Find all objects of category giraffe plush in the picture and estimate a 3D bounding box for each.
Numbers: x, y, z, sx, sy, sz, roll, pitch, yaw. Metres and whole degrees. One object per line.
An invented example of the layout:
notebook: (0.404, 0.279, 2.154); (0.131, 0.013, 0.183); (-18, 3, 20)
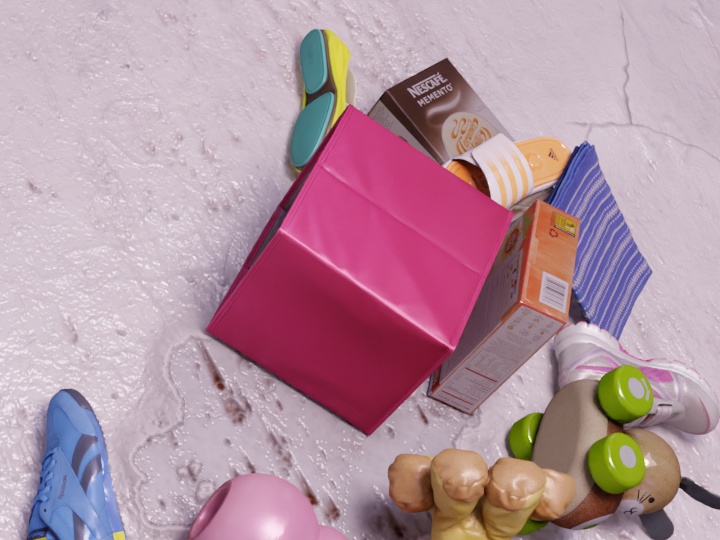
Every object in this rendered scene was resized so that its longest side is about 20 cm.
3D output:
giraffe plush: (0.097, 0.266, 1.525); (0.171, 0.200, 0.164); (12, 72, -16)

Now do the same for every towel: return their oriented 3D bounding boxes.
towel: (0.264, -0.026, 1.820); (0.201, 0.024, 0.145); (59, 44, -28)

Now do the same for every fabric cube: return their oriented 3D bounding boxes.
fabric cube: (0.000, 0.000, 1.612); (0.198, 0.196, 0.201); (32, 49, -6)

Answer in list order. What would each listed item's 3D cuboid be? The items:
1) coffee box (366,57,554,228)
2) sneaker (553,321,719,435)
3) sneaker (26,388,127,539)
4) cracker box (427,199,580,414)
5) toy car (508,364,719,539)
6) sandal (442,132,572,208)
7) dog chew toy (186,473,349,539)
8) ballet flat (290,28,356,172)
coffee box: (0.106, -0.122, 1.826); (0.114, 0.080, 0.200); (-32, 79, -40)
sneaker: (0.292, 0.138, 1.765); (0.199, 0.082, 0.089); (23, 52, -4)
sneaker: (-0.258, 0.195, 1.429); (0.078, 0.066, 0.202); (-4, 62, -26)
cracker box: (0.145, 0.039, 1.662); (0.057, 0.200, 0.135); (24, 51, -14)
toy car: (0.269, 0.216, 1.655); (0.199, 0.164, 0.159); (33, 49, -22)
sandal: (0.164, -0.115, 1.761); (0.206, 0.059, 0.079); (-26, 76, -38)
dog chew toy: (-0.057, 0.271, 1.460); (0.199, 0.124, 0.125); (38, 49, -12)
ballet flat: (-0.033, -0.181, 1.804); (0.067, 0.067, 0.201); (31, 45, -34)
